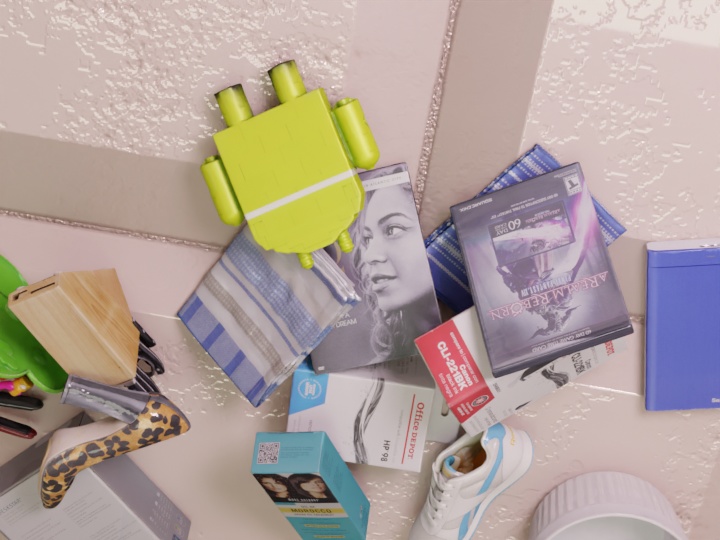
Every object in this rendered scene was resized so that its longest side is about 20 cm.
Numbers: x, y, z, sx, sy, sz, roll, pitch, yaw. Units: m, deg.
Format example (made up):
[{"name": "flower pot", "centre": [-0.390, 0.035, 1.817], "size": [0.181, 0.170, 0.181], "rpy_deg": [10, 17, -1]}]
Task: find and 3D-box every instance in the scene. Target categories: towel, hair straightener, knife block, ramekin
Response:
[{"name": "towel", "centre": [-0.102, 0.037, 1.512], "size": [0.147, 0.024, 0.200], "rpy_deg": [48, 121, 9]}, {"name": "hair straightener", "centre": [-0.458, 0.128, 1.625], "size": [0.197, 0.041, 0.078], "rpy_deg": [18, 97, 0]}, {"name": "knife block", "centre": [-0.280, 0.090, 1.512], "size": [0.063, 0.200, 0.178], "rpy_deg": [-21, 86, 14]}, {"name": "towel", "centre": [0.163, -0.024, 1.504], "size": [0.144, 0.024, 0.200], "rpy_deg": [40, 114, -18]}, {"name": "ramekin", "centre": [0.285, 0.329, 1.645], "size": [0.197, 0.105, 0.203], "rpy_deg": [1, 119, 2]}]

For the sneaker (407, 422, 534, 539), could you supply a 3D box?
[{"name": "sneaker", "centre": [0.108, 0.250, 1.620], "size": [0.080, 0.077, 0.201], "rpy_deg": [24, 111, -34]}]

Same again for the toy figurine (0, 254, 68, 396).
[{"name": "toy figurine", "centre": [-0.446, 0.092, 1.552], "size": [0.183, 0.151, 0.200], "rpy_deg": [-25, 129, 25]}]

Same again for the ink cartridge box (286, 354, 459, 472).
[{"name": "ink cartridge box", "centre": [0.019, 0.153, 1.585], "size": [0.197, 0.067, 0.117], "rpy_deg": [8, 118, -1]}]

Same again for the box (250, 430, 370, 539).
[{"name": "box", "centre": [-0.053, 0.246, 1.595], "size": [0.081, 0.050, 0.201], "rpy_deg": [-3, 148, 16]}]

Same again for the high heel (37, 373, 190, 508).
[{"name": "high heel", "centre": [-0.272, 0.206, 1.544], "size": [0.141, 0.072, 0.201], "rpy_deg": [17, 125, -10]}]

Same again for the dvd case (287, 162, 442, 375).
[{"name": "dvd case", "centre": [0.000, 0.000, 1.495], "size": [0.147, 0.016, 0.203], "rpy_deg": [-12, 98, 10]}]

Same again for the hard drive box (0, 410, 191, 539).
[{"name": "hard drive box", "centre": [-0.324, 0.291, 1.676], "size": [0.155, 0.077, 0.201], "rpy_deg": [-32, 113, 19]}]

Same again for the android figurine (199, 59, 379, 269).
[{"name": "android figurine", "centre": [-0.069, -0.103, 1.431], "size": [0.180, 0.041, 0.202], "rpy_deg": [-23, 96, 11]}]

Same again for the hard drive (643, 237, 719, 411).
[{"name": "hard drive", "centre": [0.375, 0.060, 1.537], "size": [0.130, 0.025, 0.202], "rpy_deg": [-3, 119, 5]}]

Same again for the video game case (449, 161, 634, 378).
[{"name": "video game case", "centre": [0.175, -0.003, 1.401], "size": [0.141, 0.202, 0.019], "rpy_deg": [-19, 145, 10]}]

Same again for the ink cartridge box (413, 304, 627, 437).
[{"name": "ink cartridge box", "centre": [0.170, 0.075, 1.463], "size": [0.198, 0.084, 0.144], "rpy_deg": [-30, 157, 3]}]
